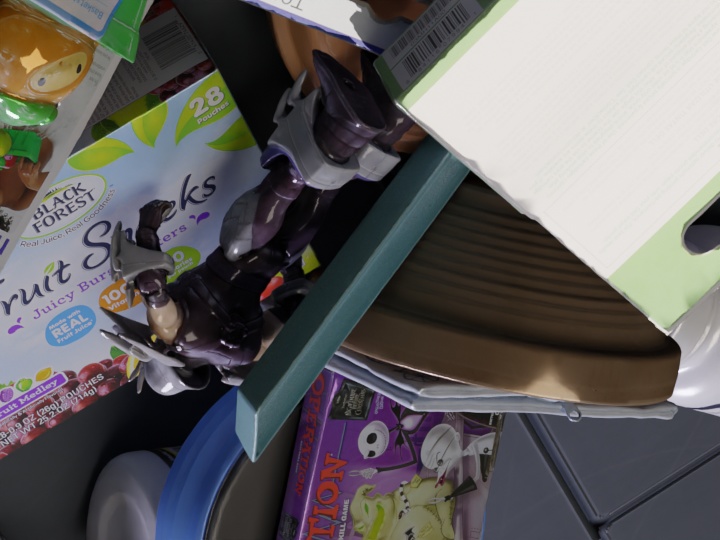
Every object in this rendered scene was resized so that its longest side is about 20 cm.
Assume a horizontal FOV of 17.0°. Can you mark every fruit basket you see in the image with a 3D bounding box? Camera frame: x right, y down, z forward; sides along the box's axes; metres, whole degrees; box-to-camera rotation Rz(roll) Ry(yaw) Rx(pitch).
[{"bbox_3d":[-0.175,-0.093,1.032,0.185,0.094,0.200,31,84,-48],"label":"fruit basket"}]

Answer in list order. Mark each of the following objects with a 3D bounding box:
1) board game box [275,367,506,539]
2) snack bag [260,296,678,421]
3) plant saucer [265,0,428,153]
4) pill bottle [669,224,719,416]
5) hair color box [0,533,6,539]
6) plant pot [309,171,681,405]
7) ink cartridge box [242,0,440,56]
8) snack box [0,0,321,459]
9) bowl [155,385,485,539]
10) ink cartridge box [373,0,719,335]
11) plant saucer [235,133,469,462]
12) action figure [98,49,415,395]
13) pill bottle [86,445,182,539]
[{"bbox_3d":[0.009,0.151,1.305,0.120,0.032,0.200,6,100,-29],"label":"board game box"},{"bbox_3d":[0.051,0.045,1.309,0.200,0.189,0.021,5,101,-37],"label":"snack bag"},{"bbox_3d":[0.053,-0.143,1.172,0.200,0.032,0.200,-8,124,-11],"label":"plant saucer"},{"bbox_3d":[0.228,0.034,1.463,0.200,0.111,0.111,16,121,-44],"label":"pill bottle"},{"bbox_3d":[-0.187,0.243,1.411,0.061,0.100,0.200,-30,142,-5],"label":"hair color box"},{"bbox_3d":[0.075,0.001,1.256,0.201,0.201,0.093,4,102,-37],"label":"plant pot"},{"bbox_3d":[0.044,-0.192,1.095,0.196,0.043,0.200,20,116,-24],"label":"ink cartridge box"},{"bbox_3d":[-0.140,-0.017,1.192,0.200,0.068,0.169,-32,141,-5],"label":"snack box"},{"bbox_3d":[-0.017,0.143,1.326,0.201,0.039,0.201,-9,107,-30],"label":"bowl"},{"bbox_3d":[0.126,-0.080,1.130,0.146,0.048,0.200,-45,122,11],"label":"ink cartridge box"},{"bbox_3d":[0.000,0.000,1.150,0.200,0.019,0.070,-53,168,-22],"label":"plant saucer"},{"bbox_3d":[-0.050,-0.013,1.156,0.130,0.069,0.200,10,123,-53],"label":"action figure"},{"bbox_3d":[-0.049,0.153,1.400,0.200,0.112,0.112,-3,133,-31],"label":"pill bottle"}]
